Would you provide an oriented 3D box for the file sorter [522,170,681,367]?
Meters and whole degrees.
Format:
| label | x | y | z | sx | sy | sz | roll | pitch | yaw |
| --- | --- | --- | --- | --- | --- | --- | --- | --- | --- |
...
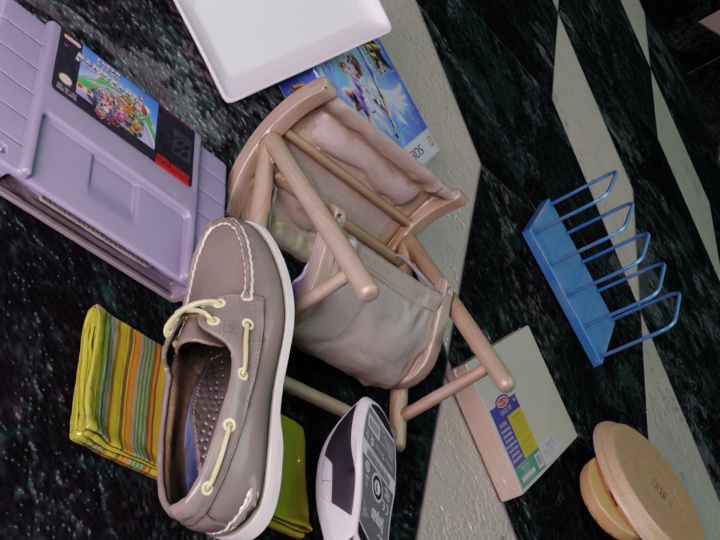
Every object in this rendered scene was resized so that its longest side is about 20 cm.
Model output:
| label | x | y | z | sx | sy | sz | roll | pitch | yaw |
| --- | --- | --- | --- | --- | --- | --- | --- | --- | --- |
| file sorter | 0.322 | -0.008 | 1.353 | 0.202 | 0.121 | 0.139 | 60 | 28 | -8 |

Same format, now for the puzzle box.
| label | x | y | z | sx | sy | sz | roll | pitch | yaw |
| --- | --- | --- | --- | --- | --- | --- | --- | --- | --- |
| puzzle box | 0.158 | 0.138 | 1.049 | 0.199 | 0.025 | 0.135 | -15 | 81 | -62 |

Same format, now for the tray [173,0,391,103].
| label | x | y | z | sx | sy | sz | roll | pitch | yaw |
| --- | --- | --- | --- | --- | --- | --- | --- | --- | --- |
| tray | -0.067 | -0.221 | 0.883 | 0.199 | 0.022 | 0.109 | -31 | 95 | -35 |

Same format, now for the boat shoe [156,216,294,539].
| label | x | y | z | sx | sy | sz | roll | pitch | yaw |
| --- | --- | --- | --- | --- | --- | --- | --- | --- | --- |
| boat shoe | -0.083 | 0.053 | 0.609 | 0.060 | 0.071 | 0.206 | 32 | 47 | -48 |

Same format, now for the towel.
| label | x | y | z | sx | sy | sz | roll | pitch | yaw |
| --- | --- | --- | --- | --- | --- | --- | --- | --- | --- |
| towel | -0.097 | 0.099 | 0.646 | 0.199 | 0.018 | 0.087 | 37 | 39 | -42 |

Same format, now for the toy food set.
| label | x | y | z | sx | sy | sz | roll | pitch | yaw |
| --- | --- | --- | --- | --- | --- | --- | --- | --- | --- |
| toy food set | 0.329 | 0.267 | 1.193 | 0.198 | 0.049 | 0.201 | 46 | 25 | -9 |

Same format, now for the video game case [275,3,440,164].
| label | x | y | z | sx | sy | sz | roll | pitch | yaw |
| --- | --- | --- | --- | --- | --- | --- | --- | --- | --- |
| video game case | -0.009 | -0.172 | 0.995 | 0.202 | 0.045 | 0.181 | 60 | 27 | -8 |

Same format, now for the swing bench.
| label | x | y | z | sx | sy | sz | roll | pitch | yaw |
| --- | --- | --- | --- | --- | --- | --- | --- | --- | --- |
| swing bench | 0.000 | 0.000 | 0.786 | 0.198 | 0.129 | 0.203 | 32 | 36 | -44 |

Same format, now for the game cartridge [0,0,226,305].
| label | x | y | z | sx | sy | sz | roll | pitch | yaw |
| --- | --- | --- | --- | --- | --- | --- | --- | --- | --- |
| game cartridge | -0.161 | -0.071 | 0.660 | 0.199 | 0.038 | 0.132 | 37 | 42 | -41 |

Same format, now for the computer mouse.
| label | x | y | z | sx | sy | sz | roll | pitch | yaw |
| --- | --- | --- | --- | --- | --- | --- | --- | --- | --- |
| computer mouse | -0.009 | 0.179 | 0.687 | 0.203 | 0.043 | 0.110 | -83 | 153 | -42 |
